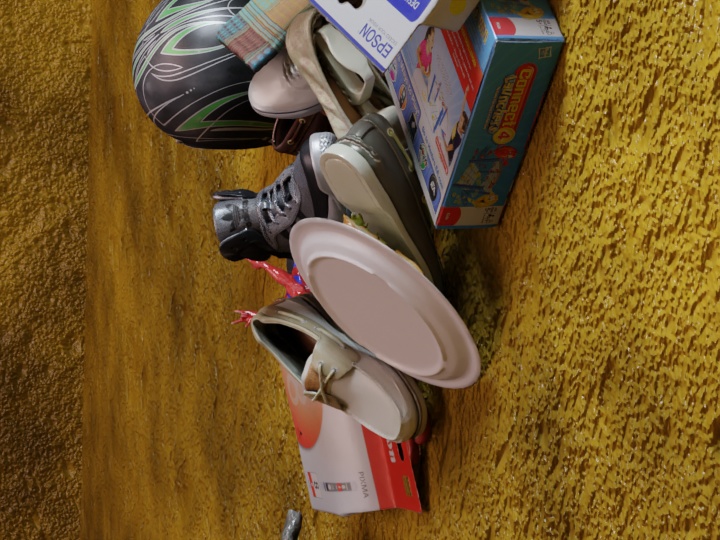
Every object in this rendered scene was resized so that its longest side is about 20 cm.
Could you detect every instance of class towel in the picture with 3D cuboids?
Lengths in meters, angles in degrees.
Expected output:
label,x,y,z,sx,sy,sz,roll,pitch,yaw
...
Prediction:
label,x,y,z,sx,sy,sz,roll,pitch,yaw
towel,-0.047,-0.272,1.692,0.022,0.200,0.147,47,179,-24

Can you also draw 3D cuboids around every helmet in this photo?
label,x,y,z,sx,sy,sz,roll,pitch,yaw
helmet,-0.153,-0.228,1.985,0.200,0.190,0.201,180,90,-73

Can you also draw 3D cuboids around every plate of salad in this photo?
label,x,y,z,sx,sy,sz,roll,pitch,yaw
plate of salad,0.024,0.023,1.512,0.048,0.200,0.200,-50,1,-23

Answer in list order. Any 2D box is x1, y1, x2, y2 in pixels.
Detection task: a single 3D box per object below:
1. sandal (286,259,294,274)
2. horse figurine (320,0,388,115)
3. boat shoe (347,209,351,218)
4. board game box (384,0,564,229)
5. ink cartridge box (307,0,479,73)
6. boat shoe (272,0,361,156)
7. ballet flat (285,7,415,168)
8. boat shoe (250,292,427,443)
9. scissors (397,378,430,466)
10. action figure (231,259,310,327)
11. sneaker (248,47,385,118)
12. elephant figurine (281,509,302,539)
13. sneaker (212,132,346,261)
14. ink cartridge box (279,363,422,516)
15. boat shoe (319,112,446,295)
label,x,y,z,sx,sy,sz,roll,pitch,yaw
sandal,-0.040,0.051,1.901,0.075,0.045,0.201,-146,42,-76
horse figurine,-0.033,-0.210,1.738,0.133,0.050,0.200,-48,47,24
boat shoe,0.023,-0.038,1.641,0.071,0.072,0.201,34,129,57
board game box,0.084,-0.172,1.435,0.196,0.056,0.200,107,156,-45
ink cartridge box,0.045,-0.265,1.379,0.200,0.047,0.198,-55,40,14
boat shoe,-0.046,-0.199,1.844,0.070,0.070,0.200,-107,24,-52
ballet flat,0.004,-0.140,1.560,0.200,0.067,0.062,52,154,-3
boat shoe,-0.023,0.093,1.626,0.200,0.068,0.075,38,126,38
scissors,0.037,0.081,1.677,0.073,0.014,0.201,116,147,-59
action figure,-0.080,-0.015,1.813,0.065,0.099,0.201,77,-164,-65
sneaker,-0.038,-0.195,1.652,0.200,0.071,0.073,-21,69,37
elephant figurine,-0.017,0.335,1.725,0.142,0.155,0.200,-51,18,-21
sneaker,-0.072,-0.056,1.582,0.200,0.113,0.076,99,165,-67
ink cartridge box,-0.013,0.153,1.709,0.200,0.050,0.163,173,84,-72
boat shoe,0.032,-0.044,1.521,0.072,0.060,0.202,17,147,40
